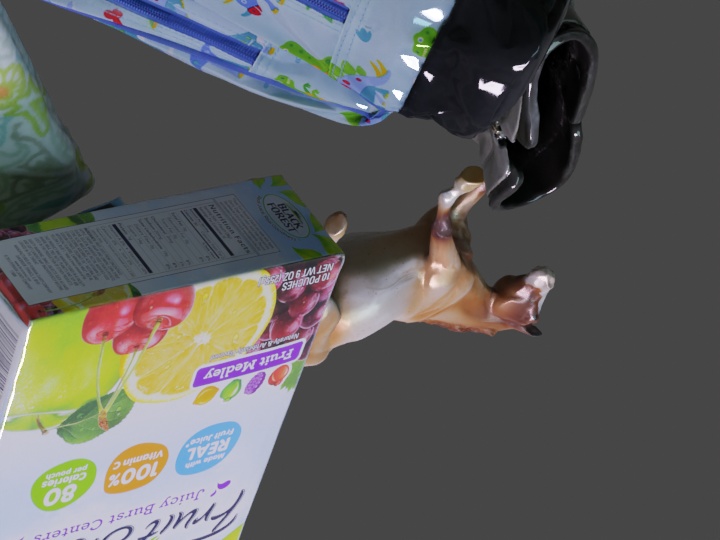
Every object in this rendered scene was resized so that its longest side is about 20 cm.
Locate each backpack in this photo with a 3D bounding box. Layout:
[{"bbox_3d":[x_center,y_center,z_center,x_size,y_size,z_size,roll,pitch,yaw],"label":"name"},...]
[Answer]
[{"bbox_3d":[-0.034,-0.133,0.804,0.200,0.163,0.154,29,138,-12],"label":"backpack"}]

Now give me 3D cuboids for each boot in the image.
[{"bbox_3d":[0.051,-0.121,0.920,0.068,0.131,0.200,-19,146,-13],"label":"boot"}]

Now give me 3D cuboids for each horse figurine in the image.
[{"bbox_3d":[0.000,0.000,1.118,0.200,0.050,0.133,-17,151,-23],"label":"horse figurine"}]

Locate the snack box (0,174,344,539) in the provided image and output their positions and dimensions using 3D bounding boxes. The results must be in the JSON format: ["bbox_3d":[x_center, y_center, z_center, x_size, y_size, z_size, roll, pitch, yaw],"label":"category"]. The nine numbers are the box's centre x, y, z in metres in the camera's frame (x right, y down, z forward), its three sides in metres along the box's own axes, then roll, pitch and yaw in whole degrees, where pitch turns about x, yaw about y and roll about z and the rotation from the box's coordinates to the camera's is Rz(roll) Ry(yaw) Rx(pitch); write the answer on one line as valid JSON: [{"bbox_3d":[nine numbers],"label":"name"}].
[{"bbox_3d":[-0.099,0.065,1.006,0.142,0.053,0.200,-12,137,-37],"label":"snack box"}]

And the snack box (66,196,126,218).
[{"bbox_3d":[-0.182,0.044,1.011,0.200,0.037,0.116,-23,163,-26],"label":"snack box"}]

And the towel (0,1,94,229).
[{"bbox_3d":[-0.197,-0.046,0.924,0.171,0.048,0.200,-25,147,-2],"label":"towel"}]
